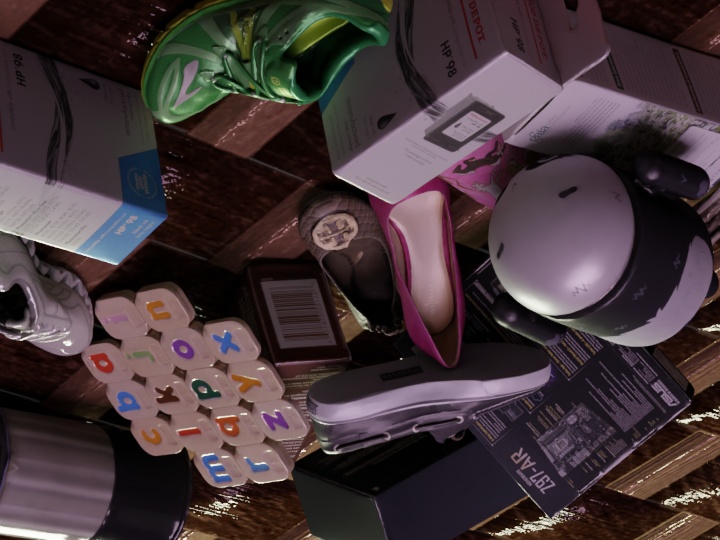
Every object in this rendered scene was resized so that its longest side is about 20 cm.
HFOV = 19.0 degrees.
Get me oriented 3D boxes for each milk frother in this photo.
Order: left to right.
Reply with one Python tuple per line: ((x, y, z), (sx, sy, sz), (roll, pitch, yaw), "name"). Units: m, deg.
((-0.268, 0.238, 1.898), (0.188, 0.200, 0.180), (13, 143, -33), "milk frother")

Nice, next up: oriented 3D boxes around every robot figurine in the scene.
((0.181, -0.015, 1.595), (0.125, 0.150, 0.200), (9, 173, 43), "robot figurine")

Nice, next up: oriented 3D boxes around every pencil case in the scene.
((0.097, -0.086, 1.630), (0.087, 0.083, 0.200), (-31, 143, 27), "pencil case")

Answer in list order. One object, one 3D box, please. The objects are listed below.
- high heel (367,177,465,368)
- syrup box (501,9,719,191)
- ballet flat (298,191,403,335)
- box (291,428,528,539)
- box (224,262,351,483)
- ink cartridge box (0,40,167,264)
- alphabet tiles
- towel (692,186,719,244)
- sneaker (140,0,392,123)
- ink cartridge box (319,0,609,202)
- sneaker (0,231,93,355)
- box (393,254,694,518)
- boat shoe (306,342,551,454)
((0.051, -0.016, 1.687), (0.067, 0.096, 0.200), (-14, 136, -15), "high heel")
((0.197, -0.126, 1.603), (0.200, 0.081, 0.079), (13, 138, -33), "syrup box")
((0.000, 0.000, 1.761), (0.067, 0.046, 0.200), (-17, 147, 6), "ballet flat")
((0.062, 0.173, 1.883), (0.200, 0.079, 0.141), (-26, -163, -27), "box")
((-0.078, 0.091, 1.820), (0.075, 0.100, 0.200), (-2, 147, -25), "box")
((-0.238, -0.090, 1.487), (0.200, 0.116, 0.067), (18, 137, -38), "ink cartridge box")
((-0.136, 0.096, 1.769), (0.196, 0.015, 0.200), (-12, 118, 41), "alphabet tiles")
((0.311, -0.074, 1.702), (0.133, 0.034, 0.200), (-39, 173, -49), "towel")
((-0.068, -0.150, 1.479), (0.200, 0.084, 0.074), (-25, 145, 21), "sneaker")
((0.065, -0.150, 1.480), (0.200, 0.116, 0.067), (-34, 140, 29), "ink cartridge box")
((-0.265, 0.026, 1.688), (0.075, 0.081, 0.200), (-20, 148, 8), "sneaker")
((0.152, 0.080, 1.784), (0.160, 0.200, 0.044), (-43, 180, 18), "box")
((0.057, 0.110, 1.740), (0.200, 0.070, 0.066), (-12, 116, -8), "boat shoe")
